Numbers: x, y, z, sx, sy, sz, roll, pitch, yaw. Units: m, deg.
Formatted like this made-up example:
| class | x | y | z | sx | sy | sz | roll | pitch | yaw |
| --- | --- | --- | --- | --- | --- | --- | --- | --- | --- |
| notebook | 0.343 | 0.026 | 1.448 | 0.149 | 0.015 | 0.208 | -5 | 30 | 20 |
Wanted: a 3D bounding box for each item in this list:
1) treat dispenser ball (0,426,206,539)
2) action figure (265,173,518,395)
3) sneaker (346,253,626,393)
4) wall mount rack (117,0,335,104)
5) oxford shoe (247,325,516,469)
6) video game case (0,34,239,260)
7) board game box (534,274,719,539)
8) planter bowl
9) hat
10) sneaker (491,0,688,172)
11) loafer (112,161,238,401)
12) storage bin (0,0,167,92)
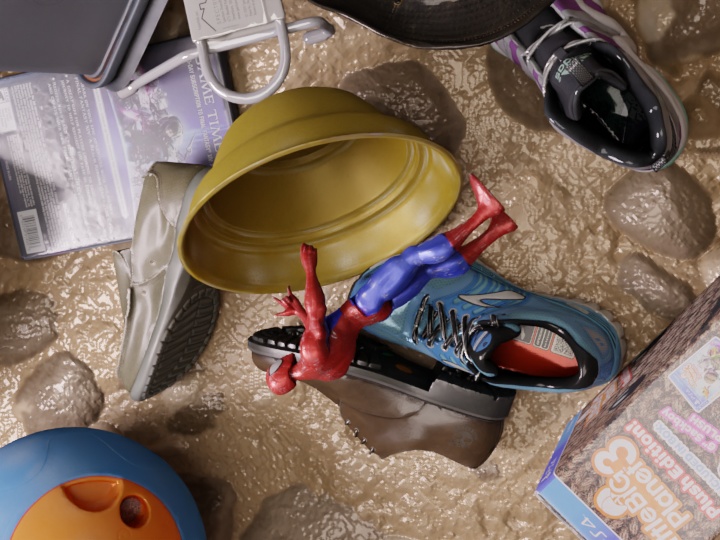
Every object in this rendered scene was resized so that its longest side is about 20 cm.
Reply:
| class | x | y | z | sx | sy | sz | roll | pitch | yaw |
| --- | --- | --- | --- | --- | --- | --- | --- | --- | --- |
| treat dispenser ball | -0.213 | 0.217 | 1.002 | 0.200 | 0.201 | 0.201 | 3 | 101 | 15 |
| action figure | 0.000 | 0.000 | 0.930 | 0.200 | 0.065 | 0.099 | -43 | 62 | 2 |
| sneaker | 0.083 | 0.037 | 0.945 | 0.200 | 0.090 | 0.079 | 12 | 103 | 15 |
| wall mount rack | -0.115 | -0.205 | 0.957 | 0.173 | 0.075 | 0.200 | -13 | 88 | 11 |
| oxford shoe | 0.006 | 0.096 | 0.988 | 0.200 | 0.073 | 0.085 | 19 | 106 | 12 |
| video game case | -0.185 | -0.093 | 1.034 | 0.200 | 0.019 | 0.143 | -9 | 98 | 16 |
| board game box | 0.225 | 0.089 | 0.880 | 0.097 | 0.159 | 0.200 | 44 | 107 | 5 |
| planter bowl | -0.036 | -0.068 | 0.934 | 0.200 | 0.200 | 0.084 | -26 | 63 | 18 |
| hat | 0.046 | -0.238 | 0.864 | 0.200 | 0.081 | 0.201 | -5 | 56 | 8 |
| sneaker | 0.134 | -0.141 | 0.872 | 0.200 | 0.140 | 0.078 | 43 | 108 | 4 |
| loafer | -0.147 | 0.005 | 1.013 | 0.070 | 0.075 | 0.200 | 28 | 113 | 22 |
| storage bin | -0.218 | -0.228 | 0.917 | 0.146 | 0.134 | 0.200 | 55 | 132 | 23 |
